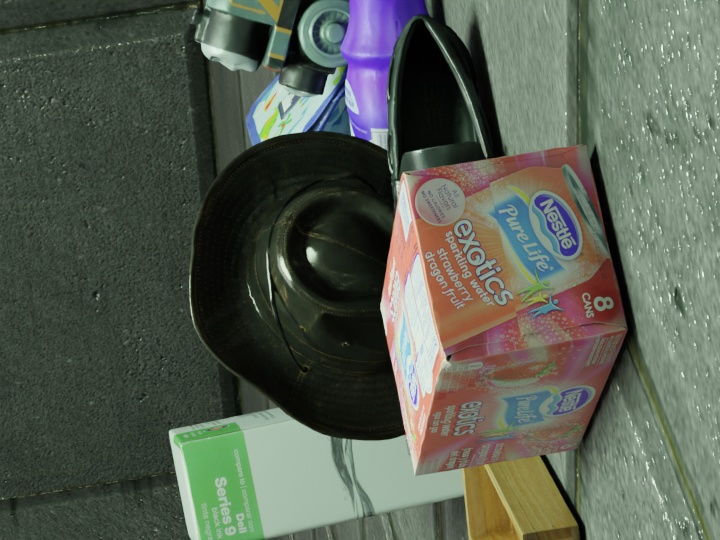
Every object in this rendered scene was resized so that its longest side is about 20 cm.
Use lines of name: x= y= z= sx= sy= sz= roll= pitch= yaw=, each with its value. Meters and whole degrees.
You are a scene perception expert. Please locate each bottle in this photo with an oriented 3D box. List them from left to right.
bottle: x=0.025 y=-0.097 z=1.773 sx=0.084 sy=0.065 sz=0.201 roll=-119 pitch=21 yaw=-70

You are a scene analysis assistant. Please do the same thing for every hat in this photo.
hat: x=0.000 y=0.000 z=1.664 sx=0.081 sy=0.200 sz=0.202 roll=146 pitch=117 yaw=-64

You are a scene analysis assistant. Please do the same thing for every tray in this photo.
tray: x=0.094 y=0.154 z=1.624 sx=0.200 sy=0.037 sz=0.099 roll=-113 pitch=15 yaw=-69

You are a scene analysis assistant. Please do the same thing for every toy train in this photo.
toy train: x=-0.039 y=-0.217 z=1.805 sx=0.085 sy=0.113 sz=0.201 roll=-123 pitch=48 yaw=-79

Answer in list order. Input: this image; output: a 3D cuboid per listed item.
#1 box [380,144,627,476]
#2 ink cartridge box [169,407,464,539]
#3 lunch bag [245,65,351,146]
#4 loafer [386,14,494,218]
box: x=0.069 y=0.025 z=1.405 sx=0.200 sy=0.094 sz=0.103 roll=97 pitch=163 yaw=-69
ink cartridge box: x=-0.030 y=0.137 z=1.980 sx=0.146 sy=0.199 sz=0.085 roll=174 pitch=85 yaw=-84
lunch bag: x=-0.013 y=-0.076 z=1.938 sx=0.170 sy=0.127 sz=0.201 roll=-109 pitch=25 yaw=-69
loafer: x=0.046 y=-0.052 z=1.607 sx=0.070 sy=0.068 sz=0.202 roll=57 pitch=-156 yaw=-68
